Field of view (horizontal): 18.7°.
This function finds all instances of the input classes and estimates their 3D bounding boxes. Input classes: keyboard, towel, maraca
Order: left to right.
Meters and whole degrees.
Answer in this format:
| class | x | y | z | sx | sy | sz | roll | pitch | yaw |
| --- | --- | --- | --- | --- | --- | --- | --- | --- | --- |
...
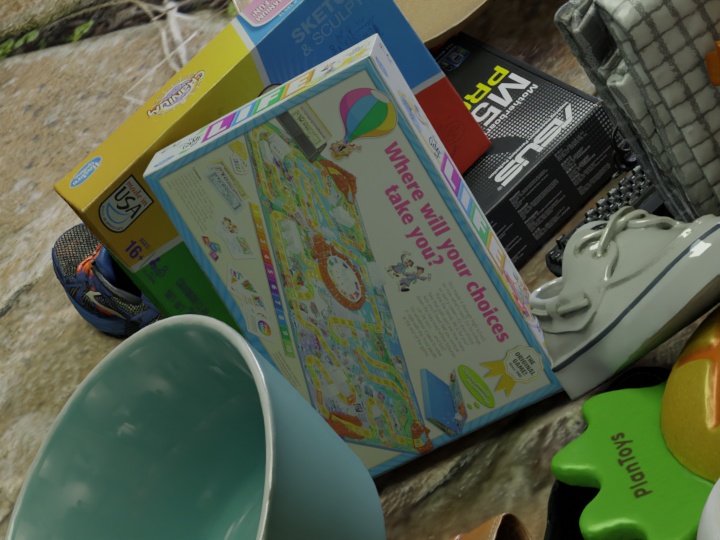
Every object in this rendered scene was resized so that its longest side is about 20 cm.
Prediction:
| class | x | y | z | sx | sy | sz | roll | pitch | yaw |
| --- | --- | --- | --- | --- | --- | --- | --- | --- | --- |
| keyboard | 0.165 | -0.073 | 1.141 | 0.200 | 0.040 | 0.104 | -42 | 7 | -6 |
| towel | 0.198 | -0.102 | 1.034 | 0.165 | 0.200 | 0.086 | -39 | 32 | -3 |
| maraca | 0.179 | 0.061 | 0.931 | 0.199 | 0.108 | 0.137 | -22 | 29 | 0 |

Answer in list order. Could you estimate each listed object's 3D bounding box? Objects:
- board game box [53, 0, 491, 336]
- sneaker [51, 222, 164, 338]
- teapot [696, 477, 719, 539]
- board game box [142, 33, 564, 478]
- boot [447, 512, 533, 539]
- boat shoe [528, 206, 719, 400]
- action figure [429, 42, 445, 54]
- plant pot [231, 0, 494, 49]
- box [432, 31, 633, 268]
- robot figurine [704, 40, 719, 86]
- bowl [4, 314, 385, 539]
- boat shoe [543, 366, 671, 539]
| class | x | y | z | sx | sy | sz | roll | pitch | yaw |
| --- | --- | --- | --- | --- | --- | --- | --- | --- | --- |
| board game box | -0.043 | -0.056 | 1.170 | 0.200 | 0.153 | 0.040 | -45 | 35 | -8 |
| sneaker | -0.135 | 0.000 | 1.338 | 0.075 | 0.079 | 0.199 | -49 | 35 | -16 |
| teapot | 0.225 | 0.134 | 0.789 | 0.196 | 0.147 | 0.200 | -23 | 16 | -18 |
| board game box | 0.000 | 0.000 | 1.101 | 0.134 | 0.201 | 0.034 | -26 | 18 | 18 |
| boot | 0.017 | 0.153 | 0.982 | 0.155 | 0.073 | 0.201 | -49 | 41 | 30 |
| boat shoe | 0.119 | 0.006 | 0.999 | 0.073 | 0.066 | 0.200 | -31 | -7 | -23 |
| action figure | -0.035 | -0.098 | 1.354 | 0.199 | 0.066 | 0.099 | -34 | 22 | -24 |
| plant pot | 0.016 | -0.197 | 1.344 | 0.198 | 0.028 | 0.201 | -12 | 51 | 15 |
| box | 0.036 | -0.038 | 1.250 | 0.200 | 0.044 | 0.160 | -44 | 34 | -7 |
| robot figurine | 0.258 | -0.078 | 0.977 | 0.198 | 0.146 | 0.058 | -15 | 16 | -15 |
| bowl | -0.064 | 0.132 | 0.950 | 0.200 | 0.105 | 0.202 | -30 | 48 | 39 |
| boat shoe | 0.115 | 0.109 | 0.985 | 0.074 | 0.066 | 0.200 | -14 | 41 | 34 |
